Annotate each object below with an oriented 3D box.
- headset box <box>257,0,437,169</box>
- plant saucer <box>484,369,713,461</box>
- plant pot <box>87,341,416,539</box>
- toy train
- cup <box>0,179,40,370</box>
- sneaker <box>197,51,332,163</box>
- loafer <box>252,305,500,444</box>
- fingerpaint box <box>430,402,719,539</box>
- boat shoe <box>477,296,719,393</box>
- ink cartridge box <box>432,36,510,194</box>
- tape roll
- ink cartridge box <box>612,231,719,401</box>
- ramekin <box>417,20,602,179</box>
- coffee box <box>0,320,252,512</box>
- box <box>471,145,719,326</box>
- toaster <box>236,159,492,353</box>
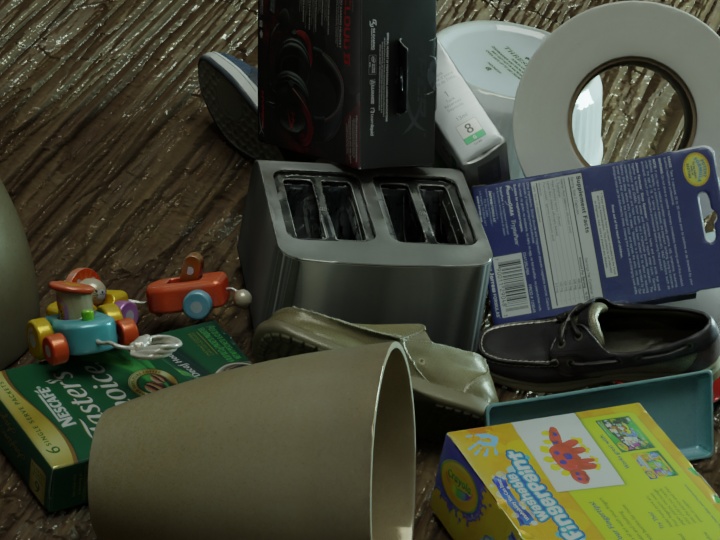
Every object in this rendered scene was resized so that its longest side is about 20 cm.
[{"bbox_3d":[-0.008,-0.167,1.741,0.075,0.149,0.200,-6,14,-29],"label":"headset box"},{"bbox_3d":[0.180,0.120,1.607,0.199,0.070,0.019,-7,11,-24],"label":"plant saucer"},{"bbox_3d":[-0.074,0.140,1.422,0.199,0.188,0.187,0,31,10],"label":"plant pot"},{"bbox_3d":[-0.171,0.021,1.604,0.150,0.056,0.200,-5,10,11],"label":"toy train"},{"bbox_3d":[-0.339,-0.026,1.614,0.200,0.144,0.200,8,33,-5],"label":"cup"},{"bbox_3d":[-0.041,-0.150,1.932,0.146,0.077,0.202,-31,59,-31],"label":"sneaker"},{"bbox_3d":[0.013,0.072,1.595,0.200,0.076,0.068,24,48,-15],"label":"loafer"},{"bbox_3d":[0.168,0.189,1.487,0.166,0.074,0.200,-7,36,-26],"label":"fingerpaint box"},{"bbox_3d":[0.186,0.053,1.673,0.199,0.065,0.072,2,45,14],"label":"boat shoe"},{"bbox_3d":[0.063,-0.143,1.832,0.050,0.161,0.200,-31,68,-5],"label":"ink cartridge box"},{"bbox_3d":[0.231,-0.126,1.821,0.202,0.203,0.139,13,4,4],"label":"tape roll"},{"bbox_3d":[0.273,0.040,1.753,0.200,0.050,0.161,-11,38,-33],"label":"ink cartridge box"},{"bbox_3d":[0.134,-0.157,1.987,0.202,0.094,0.203,7,33,-4],"label":"ramekin"},{"bbox_3d":[-0.165,0.103,1.554,0.200,0.044,0.123,-12,39,-31],"label":"coffee box"},{"bbox_3d":[0.198,-0.026,1.732,0.199,0.122,0.032,-10,-12,8],"label":"box"},{"bbox_3d":[0.000,0.000,1.689,0.180,0.119,0.200,2,34,-11],"label":"toaster"}]
